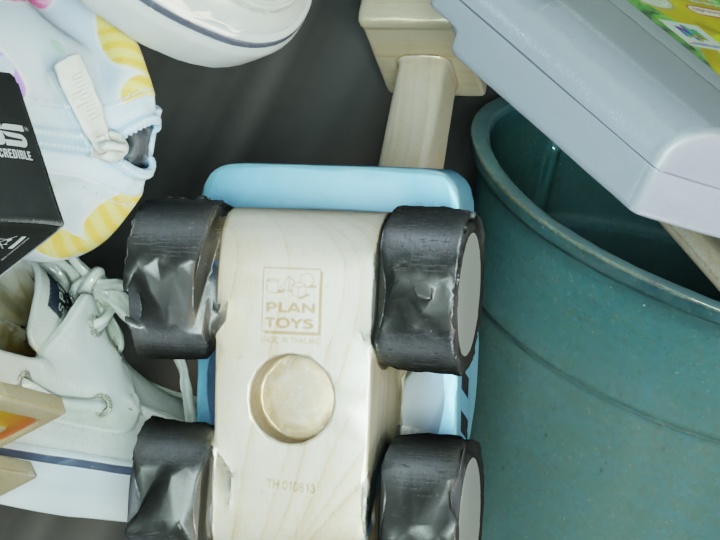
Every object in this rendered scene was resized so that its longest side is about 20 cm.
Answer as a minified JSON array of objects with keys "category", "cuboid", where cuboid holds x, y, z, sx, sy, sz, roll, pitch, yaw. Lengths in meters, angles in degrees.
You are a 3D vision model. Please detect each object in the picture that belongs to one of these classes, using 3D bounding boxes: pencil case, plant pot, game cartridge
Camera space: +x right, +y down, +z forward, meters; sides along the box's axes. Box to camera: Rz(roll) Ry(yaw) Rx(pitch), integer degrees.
[{"category":"pencil case","cuboid":[-0.146,-0.045,0.738,0.199,0.091,0.084,3,115,-48]},{"category":"plant pot","cuboid":[0.107,0.064,1.015,0.199,0.200,0.197,-8,124,-45]},{"category":"game cartridge","cuboid":[0.131,-0.049,0.885,0.199,0.133,0.041,4,124,-43]}]

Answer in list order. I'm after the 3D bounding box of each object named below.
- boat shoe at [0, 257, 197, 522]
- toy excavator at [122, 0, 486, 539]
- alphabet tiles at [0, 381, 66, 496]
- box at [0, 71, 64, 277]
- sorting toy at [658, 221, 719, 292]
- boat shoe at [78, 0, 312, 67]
[{"category":"boat shoe","cuboid":[-0.099,0.024,0.850,0.201,0.074,0.087,13,97,-41]},{"category":"toy excavator","cuboid":[0.000,0.000,0.869,0.200,0.099,0.196,-6,98,-78]},{"category":"alphabet tiles","cuboid":[-0.177,0.062,0.724,0.166,0.006,0.200,-28,159,19]},{"category":"box","cuboid":[-0.193,0.015,0.659,0.160,0.044,0.200,2,150,-48]},{"category":"sorting toy","cuboid":[0.170,-0.033,0.978,0.184,0.200,0.037,4,116,-30]},{"category":"boat shoe","cuboid":[-0.068,-0.136,0.749,0.200,0.065,0.072,52,50,-26]}]
